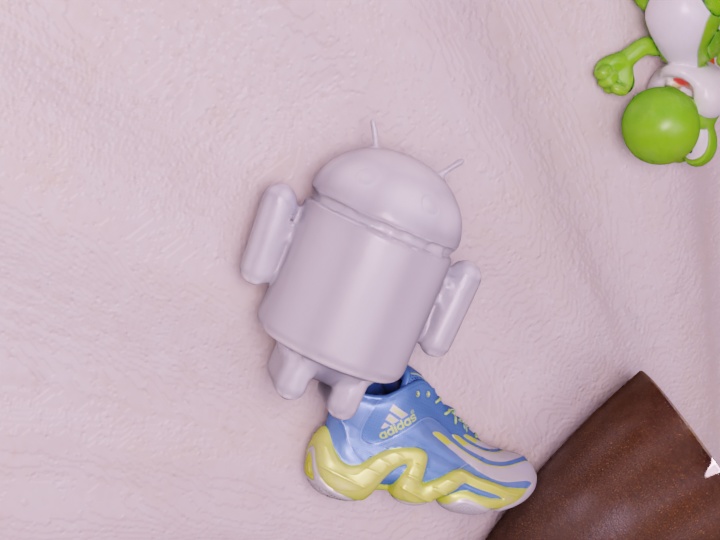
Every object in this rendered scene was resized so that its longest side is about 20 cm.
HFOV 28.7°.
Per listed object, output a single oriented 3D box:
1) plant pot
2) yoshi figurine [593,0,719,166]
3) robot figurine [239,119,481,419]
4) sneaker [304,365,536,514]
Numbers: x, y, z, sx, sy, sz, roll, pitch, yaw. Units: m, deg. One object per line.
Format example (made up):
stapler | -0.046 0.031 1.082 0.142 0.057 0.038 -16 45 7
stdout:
plant pot | 0.200 0.215 1.145 0.200 0.187 0.187 -35 120 3
yoshi figurine | 0.237 -0.165 1.073 0.111 0.112 0.201 -13 115 -7
robot figurine | 0.000 0.000 0.989 0.169 0.113 0.201 22 96 -17
sneaker | 0.057 0.127 1.083 0.199 0.076 0.106 5 103 -28
